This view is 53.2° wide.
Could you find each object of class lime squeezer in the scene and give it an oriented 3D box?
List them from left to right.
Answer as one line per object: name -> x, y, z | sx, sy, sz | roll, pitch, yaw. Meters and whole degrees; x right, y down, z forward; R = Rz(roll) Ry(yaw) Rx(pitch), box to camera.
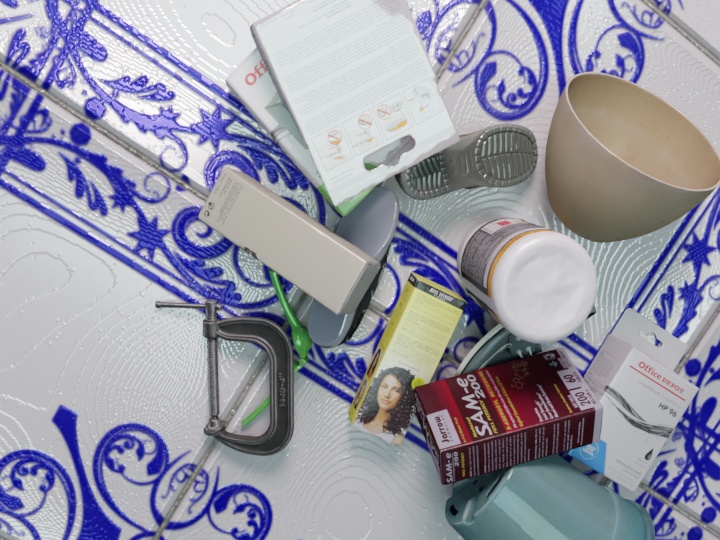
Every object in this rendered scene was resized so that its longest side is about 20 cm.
lime squeezer -> -0.098, 0.107, 0.891 | 0.069, 0.038, 0.205 | 10, 101, -12

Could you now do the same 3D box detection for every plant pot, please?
plant pot -> 0.222, 0.314, 0.899 | 0.195, 0.200, 0.201 | 39, 94, -3
plant pot -> 0.295, -0.113, 0.840 | 0.196, 0.203, 0.136 | 17, 134, -10

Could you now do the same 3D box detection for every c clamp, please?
c clamp -> -0.159, 0.132, 0.887 | 0.166, 0.027, 0.206 | -3, 100, 9

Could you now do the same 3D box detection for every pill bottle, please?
pill bottle -> 0.179, 0.002, 0.823 | 0.113, 0.200, 0.120 | -1, 101, -6

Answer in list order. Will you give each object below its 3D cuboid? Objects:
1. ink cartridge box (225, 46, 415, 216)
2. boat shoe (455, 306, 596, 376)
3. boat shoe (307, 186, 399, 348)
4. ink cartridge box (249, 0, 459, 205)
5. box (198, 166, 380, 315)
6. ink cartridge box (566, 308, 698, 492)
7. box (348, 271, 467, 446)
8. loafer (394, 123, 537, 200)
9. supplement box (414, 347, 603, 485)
ink cartridge box -> -0.037, -0.188, 0.821 | 0.145, 0.084, 0.200 | -43, 102, 1
boat shoe -> 0.208, 0.085, 0.900 | 0.198, 0.073, 0.062 | -38, 71, -4
boat shoe -> 0.000, 0.000, 0.872 | 0.069, 0.066, 0.204 | 21, 92, 25
ink cartridge box -> -0.004, -0.197, 0.759 | 0.158, 0.050, 0.203 | -27, 105, -3
box -> -0.079, -0.033, 0.812 | 0.198, 0.082, 0.069 | 34, 97, 13
ink cartridge box -> 0.354, 0.168, 0.942 | 0.114, 0.068, 0.203 | 28, 95, -11
box -> 0.057, 0.111, 0.905 | 0.074, 0.050, 0.204 | 22, 96, -10
loafer -> 0.124, -0.134, 0.861 | 0.195, 0.069, 0.077 | -11, 106, -22
supplement box -> 0.172, 0.169, 0.853 | 0.195, 0.110, 0.062 | -14, 126, -6
